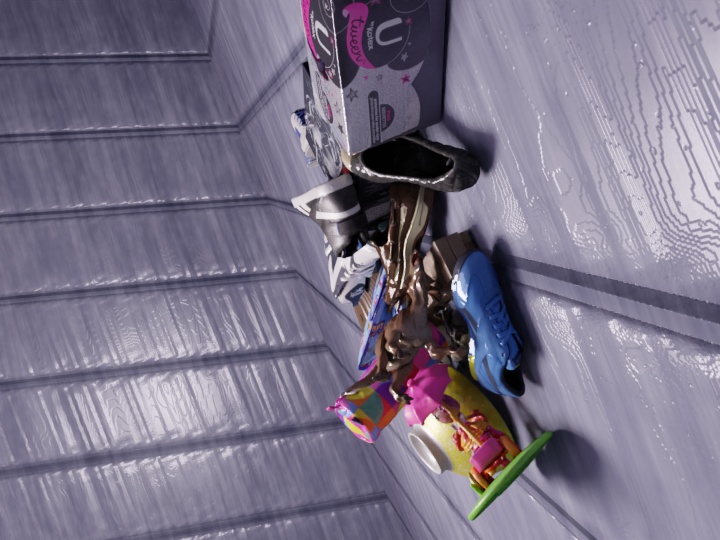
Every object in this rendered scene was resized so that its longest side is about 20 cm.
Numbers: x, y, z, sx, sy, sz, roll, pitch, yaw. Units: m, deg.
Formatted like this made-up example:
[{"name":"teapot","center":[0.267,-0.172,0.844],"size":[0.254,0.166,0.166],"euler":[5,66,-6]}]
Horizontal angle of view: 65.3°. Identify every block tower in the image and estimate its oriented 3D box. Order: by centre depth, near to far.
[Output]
[{"name":"block tower","center":[0.117,0.008,0.801],"size":[0.200,0.054,0.058],"euler":[109,138,-73]}]

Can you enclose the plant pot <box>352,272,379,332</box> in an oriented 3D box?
[{"name":"plant pot","center":[0.042,0.080,1.163],"size":[0.201,0.092,0.203],"euler":[158,90,-77]}]

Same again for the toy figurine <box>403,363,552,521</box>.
[{"name":"toy figurine","center":[0.142,0.210,0.766],"size":[0.184,0.150,0.200],"euler":[44,-177,27]}]

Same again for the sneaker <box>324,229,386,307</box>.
[{"name":"sneaker","center":[0.000,0.000,0.949],"size":[0.198,0.079,0.131],"euler":[5,103,56]}]

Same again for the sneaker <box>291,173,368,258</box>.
[{"name":"sneaker","center":[-0.045,-0.071,0.836],"size":[0.113,0.072,0.200],"euler":[69,166,-7]}]

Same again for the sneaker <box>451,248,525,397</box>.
[{"name":"sneaker","center":[0.167,0.068,0.688],"size":[0.078,0.066,0.202],"euler":[24,136,54]}]

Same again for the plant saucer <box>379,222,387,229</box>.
[{"name":"plant saucer","center":[0.004,-0.171,1.068],"size":[0.070,0.019,0.202],"euler":[-164,54,-75]}]

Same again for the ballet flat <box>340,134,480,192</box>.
[{"name":"ballet flat","center":[0.051,-0.137,0.668],"size":[0.199,0.067,0.057],"euler":[17,177,38]}]

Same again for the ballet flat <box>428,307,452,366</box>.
[{"name":"ballet flat","center":[0.127,0.132,0.957],"size":[0.072,0.067,0.201],"euler":[47,159,36]}]

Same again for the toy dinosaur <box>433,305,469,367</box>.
[{"name":"toy dinosaur","center":[0.149,0.100,0.850],"size":[0.089,0.047,0.200],"euler":[58,169,14]}]

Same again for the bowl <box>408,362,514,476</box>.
[{"name":"bowl","center":[0.142,0.262,0.909],"size":[0.200,0.107,0.201],"euler":[47,159,25]}]

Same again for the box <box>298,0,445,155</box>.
[{"name":"box","center":[0.012,-0.252,0.620],"size":[0.201,0.131,0.115],"euler":[83,161,-51]}]

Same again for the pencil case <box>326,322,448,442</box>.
[{"name":"pencil case","center":[0.046,0.161,0.837],"size":[0.088,0.200,0.089],"euler":[36,155,20]}]

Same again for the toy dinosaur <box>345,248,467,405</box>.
[{"name":"toy dinosaur","center":[0.055,0.085,0.747],"size":[0.200,0.085,0.136],"euler":[-51,31,27]}]

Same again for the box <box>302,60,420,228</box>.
[{"name":"box","center":[-0.002,-0.194,0.851],"size":[0.182,0.103,0.201],"euler":[96,149,-67]}]

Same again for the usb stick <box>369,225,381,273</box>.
[{"name":"usb stick","center":[0.006,-0.091,1.026],"size":[0.033,0.055,0.202],"euler":[-54,-38,-69]}]

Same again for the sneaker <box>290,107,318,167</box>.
[{"name":"sneaker","center":[-0.103,-0.295,1.171],"size":[0.116,0.080,0.199],"euler":[65,169,1]}]

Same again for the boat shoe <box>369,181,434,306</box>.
[{"name":"boat shoe","center":[0.050,-0.040,0.823],"size":[0.075,0.074,0.204],"euler":[-79,1,-59]}]

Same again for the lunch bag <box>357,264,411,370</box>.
[{"name":"lunch bag","center":[0.056,0.056,0.984],"size":[0.151,0.093,0.202],"euler":[-70,-14,-68]}]
